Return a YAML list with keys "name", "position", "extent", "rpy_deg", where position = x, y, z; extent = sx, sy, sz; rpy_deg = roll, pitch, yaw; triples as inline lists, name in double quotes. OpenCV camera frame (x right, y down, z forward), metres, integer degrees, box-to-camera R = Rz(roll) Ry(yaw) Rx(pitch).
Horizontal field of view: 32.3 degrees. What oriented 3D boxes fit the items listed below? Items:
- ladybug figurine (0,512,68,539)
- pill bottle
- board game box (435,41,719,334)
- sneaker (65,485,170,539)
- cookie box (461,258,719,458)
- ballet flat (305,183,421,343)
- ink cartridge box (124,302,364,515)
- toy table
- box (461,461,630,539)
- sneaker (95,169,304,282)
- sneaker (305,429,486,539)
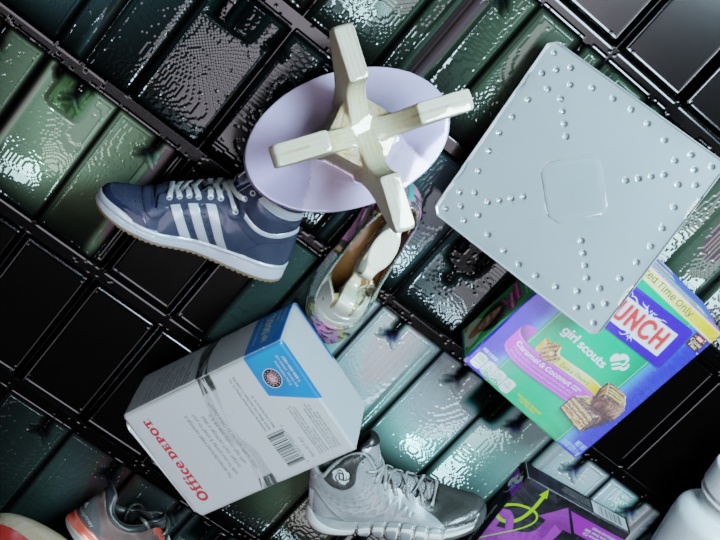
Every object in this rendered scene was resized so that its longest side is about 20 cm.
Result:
- name: "ladybug figurine"
  position: [-0.343, 0.343, 1.365]
  extent: [0.135, 0.072, 0.200]
  rpy_deg: [-18, 124, 46]
- name: "pill bottle"
  position: [0.379, 0.303, 1.349]
  extent: [0.114, 0.115, 0.201]
  rpy_deg: [21, 113, -9]
- name: "board game box"
  position: [0.203, -0.077, 1.170]
  extent: [0.200, 0.026, 0.200]
  rpy_deg: [38, 106, 11]
- name: "sneaker"
  position: [-0.232, 0.313, 1.379]
  extent: [0.082, 0.077, 0.200]
  rpy_deg: [-45, 119, -3]
- name: "cookie box"
  position: [0.230, 0.063, 1.259]
  extent: [0.171, 0.075, 0.200]
  rpy_deg: [41, 108, -15]
- name: "ballet flat"
  position: [0.000, 0.000, 1.233]
  extent: [0.069, 0.071, 0.201]
  rpy_deg: [26, 113, -13]
- name: "ink cartridge box"
  position: [-0.118, 0.145, 1.281]
  extent: [0.199, 0.084, 0.146]
  rpy_deg: [-25, 112, 20]
- name: "toy table"
  position: [-0.002, -0.121, 1.119]
  extent: [0.199, 0.117, 0.185]
  rpy_deg: [-30, 95, -10]
- name: "box"
  position: [0.188, 0.327, 1.404]
  extent: [0.142, 0.036, 0.200]
  rpy_deg: [29, 113, -13]
- name: "sneaker"
  position: [-0.147, -0.070, 1.200]
  extent: [0.199, 0.070, 0.109]
  rpy_deg: [21, 118, -17]
- name: "sneaker"
  position: [0.037, 0.228, 1.338]
  extent: [0.198, 0.075, 0.116]
  rpy_deg: [-1, 113, 2]
